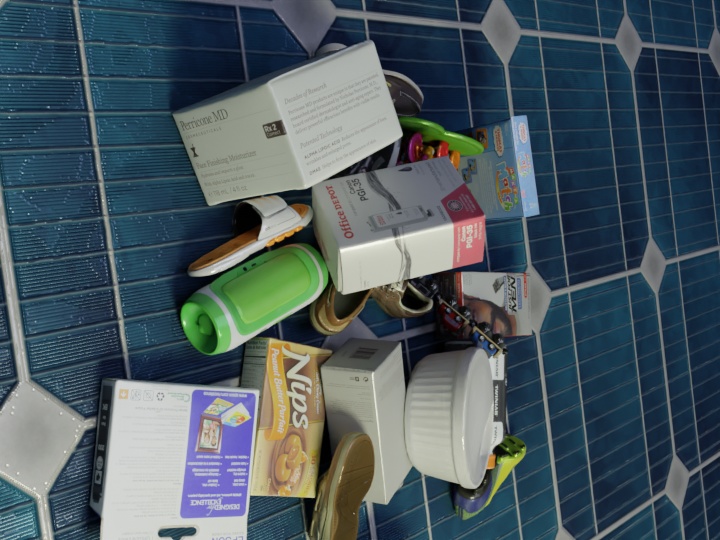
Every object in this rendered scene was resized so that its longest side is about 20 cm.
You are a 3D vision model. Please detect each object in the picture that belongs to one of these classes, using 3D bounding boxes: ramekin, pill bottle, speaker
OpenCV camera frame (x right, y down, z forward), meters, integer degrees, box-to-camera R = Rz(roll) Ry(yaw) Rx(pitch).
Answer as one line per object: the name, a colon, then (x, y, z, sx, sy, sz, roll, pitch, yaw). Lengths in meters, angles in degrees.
ramekin: (0.131, 0.213, 1.327, 0.202, 0.094, 0.204, 0, 90, -70)
pill bottle: (0.184, 0.217, 1.465, 0.106, 0.106, 0.202, 8, 81, -45)
speaker: (-0.133, 0.033, 1.168, 0.200, 0.088, 0.089, -30, 108, -43)

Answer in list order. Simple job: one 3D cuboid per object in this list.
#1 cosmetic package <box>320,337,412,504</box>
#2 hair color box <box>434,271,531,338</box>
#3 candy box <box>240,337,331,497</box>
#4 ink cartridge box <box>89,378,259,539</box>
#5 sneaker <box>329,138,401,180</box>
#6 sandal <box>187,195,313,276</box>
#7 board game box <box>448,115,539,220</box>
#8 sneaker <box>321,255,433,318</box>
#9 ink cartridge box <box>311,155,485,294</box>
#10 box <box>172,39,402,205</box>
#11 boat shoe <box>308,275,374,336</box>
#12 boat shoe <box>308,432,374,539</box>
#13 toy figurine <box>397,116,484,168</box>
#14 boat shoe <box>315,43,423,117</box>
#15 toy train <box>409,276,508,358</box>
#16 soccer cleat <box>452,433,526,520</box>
cosmetic package: (0.012, 0.208, 1.262, 0.108, 0.084, 0.202, -37, 127, -60)
hair color box: (0.211, 0.058, 1.537, 0.199, 0.064, 0.112, 0, 87, -45)
candy box: (-0.105, 0.196, 1.204, 0.115, 0.055, 0.202, 16, 75, -44)
ink cartridge box: (-0.220, 0.235, 1.081, 0.197, 0.043, 0.202, 11, 79, -38)
sneaker: (0.001, -0.155, 1.302, 0.087, 0.076, 0.202, -11, 113, -38)
sandal: (-0.143, -0.058, 1.169, 0.206, 0.079, 0.060, -34, 114, -40)
board game box: (0.202, -0.156, 1.445, 0.036, 0.200, 0.153, -11, 95, -26)
sneaker: (0.031, 0.009, 1.344, 0.200, 0.075, 0.071, 33, 64, -38)
ink cartridge box: (0.047, -0.063, 1.199, 0.198, 0.147, 0.083, -13, 134, -11)
box: (-0.090, -0.185, 1.146, 0.200, 0.198, 0.132, -33, 110, -41)
boat shoe: (0.000, 0.000, 1.258, 0.075, 0.074, 0.201, 31, 68, -15)
boat shoe: (-0.033, 0.298, 1.217, 0.072, 0.065, 0.201, -13, 122, -42)
toy figurine: (0.090, -0.117, 1.371, 0.200, 0.149, 0.186, 18, 83, -65)
boat shoe: (0.017, -0.268, 1.347, 0.199, 0.072, 0.060, 21, 52, -38)
toy train: (0.147, 0.071, 1.417, 0.200, 0.034, 0.046, 39, 65, 9)
soccer cleat: (0.215, 0.346, 1.534, 0.200, 0.064, 0.084, -31, 139, -47)
